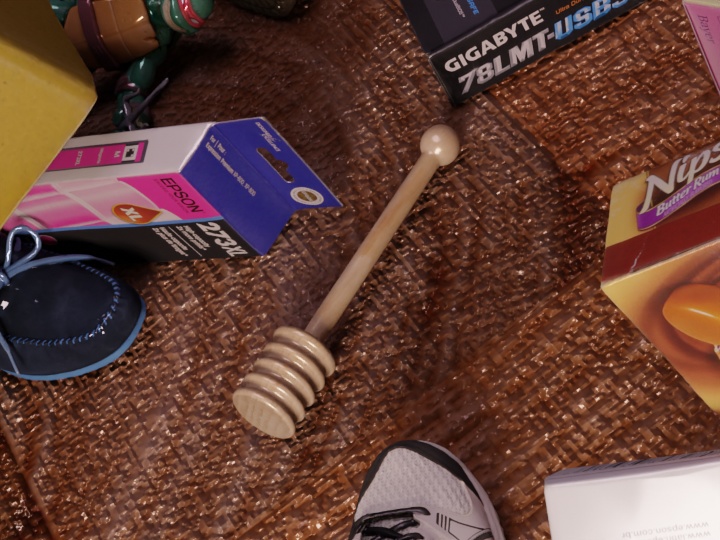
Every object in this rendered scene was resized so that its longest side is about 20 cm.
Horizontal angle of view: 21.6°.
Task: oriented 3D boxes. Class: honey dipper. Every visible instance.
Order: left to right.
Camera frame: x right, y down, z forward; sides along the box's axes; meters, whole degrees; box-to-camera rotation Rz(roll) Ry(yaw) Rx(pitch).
[{"bbox_3d":[0.000,0.000,0.995,0.038,0.038,0.201,11,55,38],"label":"honey dipper"}]

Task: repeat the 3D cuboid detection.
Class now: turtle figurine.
[{"bbox_3d":[-0.162,-0.146,1.171,0.198,0.151,0.101,-15,8,25],"label":"turtle figurine"}]

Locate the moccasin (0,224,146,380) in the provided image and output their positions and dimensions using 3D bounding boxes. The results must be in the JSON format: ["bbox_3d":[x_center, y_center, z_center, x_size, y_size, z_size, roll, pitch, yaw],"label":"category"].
[{"bbox_3d":[-0.214,0.016,1.082,0.198,0.068,0.081,3,55,34],"label":"moccasin"}]

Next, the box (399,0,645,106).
[{"bbox_3d":[0.106,-0.214,1.106,0.197,0.050,0.201,-28,44,8],"label":"box"}]

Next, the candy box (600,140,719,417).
[{"bbox_3d":[0.193,0.029,0.708,0.116,0.200,0.057,-23,38,35],"label":"candy box"}]

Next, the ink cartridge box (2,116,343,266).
[{"bbox_3d":[-0.118,-0.041,1.053,0.198,0.095,0.037,-6,59,28],"label":"ink cartridge box"}]

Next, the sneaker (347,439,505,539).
[{"bbox_3d":[0.016,0.145,0.815,0.075,0.088,0.201,-17,44,20],"label":"sneaker"}]

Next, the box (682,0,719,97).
[{"bbox_3d":[0.289,-0.143,0.894,0.199,0.097,0.177,17,63,41],"label":"box"}]

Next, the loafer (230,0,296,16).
[{"bbox_3d":[-0.100,-0.223,1.226,0.199,0.076,0.068,29,70,33],"label":"loafer"}]

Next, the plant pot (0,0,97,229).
[{"bbox_3d":[-0.293,-0.108,1.015,0.195,0.199,0.196,-50,37,12],"label":"plant pot"}]

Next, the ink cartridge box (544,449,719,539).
[{"bbox_3d":[0.179,0.159,0.688,0.198,0.041,0.202,-10,88,22],"label":"ink cartridge box"}]
